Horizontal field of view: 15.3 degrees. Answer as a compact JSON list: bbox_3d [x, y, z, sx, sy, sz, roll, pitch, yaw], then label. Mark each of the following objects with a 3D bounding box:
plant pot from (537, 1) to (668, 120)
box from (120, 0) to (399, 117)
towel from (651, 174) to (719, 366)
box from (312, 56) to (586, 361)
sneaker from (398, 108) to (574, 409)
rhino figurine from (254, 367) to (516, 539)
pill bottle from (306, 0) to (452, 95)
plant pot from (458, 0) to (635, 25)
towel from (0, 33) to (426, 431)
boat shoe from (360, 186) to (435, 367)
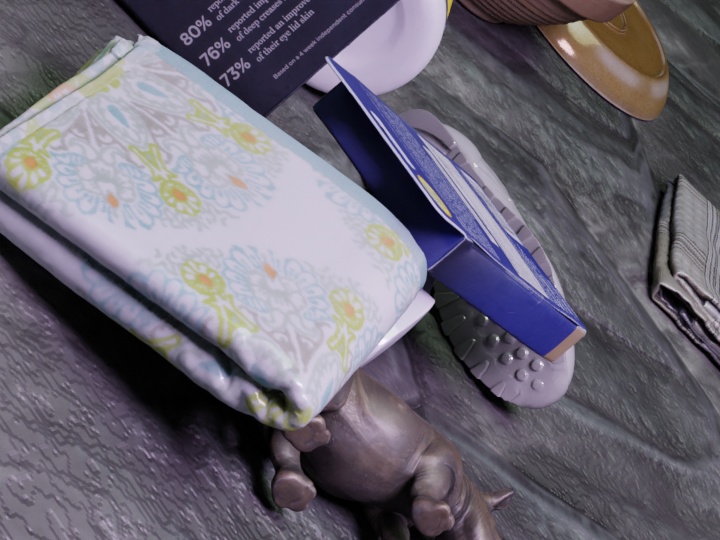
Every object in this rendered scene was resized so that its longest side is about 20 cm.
[{"bbox_3d":[0.178,-0.205,2.084,0.200,0.027,0.200,40,26,-24],"label":"plant pot"},{"bbox_3d":[-0.070,-0.206,1.478,0.200,0.148,0.104,47,24,-12],"label":"box"},{"bbox_3d":[0.284,0.033,1.922,0.193,0.035,0.200,46,24,-13],"label":"towel"},{"bbox_3d":[0.042,-0.031,1.403,0.121,0.032,0.200,55,9,31],"label":"box"},{"bbox_3d":[0.078,-0.005,1.562,0.080,0.076,0.200,30,32,-59],"label":"sneaker"},{"bbox_3d":[0.021,0.103,1.307,0.200,0.060,0.088,39,24,-31],"label":"rhino figurine"},{"bbox_3d":[0.007,-0.193,1.644,0.112,0.112,0.200,45,25,-14],"label":"pill bottle"},{"bbox_3d":[0.102,-0.245,1.919,0.201,0.093,0.201,41,26,-25],"label":"plant pot"},{"bbox_3d":[-0.076,-0.020,1.257,0.200,0.048,0.171,36,33,4],"label":"towel"},{"bbox_3d":[0.000,0.000,1.404,0.068,0.072,0.200,50,21,-7],"label":"boat shoe"}]
